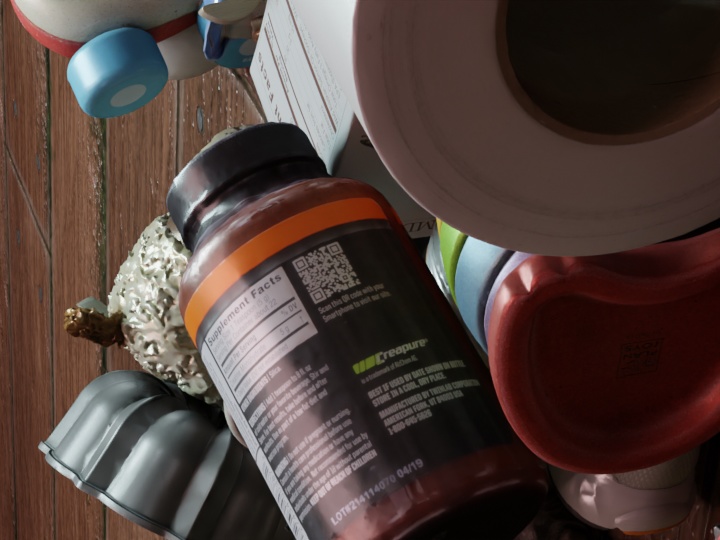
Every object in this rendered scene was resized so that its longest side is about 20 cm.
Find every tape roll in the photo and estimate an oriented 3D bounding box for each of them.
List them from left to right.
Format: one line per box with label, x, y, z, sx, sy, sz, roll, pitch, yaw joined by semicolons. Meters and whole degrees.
tape roll;0.070;-0.125;0.740;0.139;0.201;0.204;-117;27;-49

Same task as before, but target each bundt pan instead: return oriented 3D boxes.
bundt pan;-0.102;0.127;1.442;0.076;0.201;0.202;-62;22;1

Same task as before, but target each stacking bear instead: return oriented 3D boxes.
stacking bear;0.077;-0.030;0.863;0.201;0.121;0.114;-112;19;-44

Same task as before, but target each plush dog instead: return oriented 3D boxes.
plush dog;-0.091;-0.014;1.437;0.173;0.160;0.200;-64;29;12

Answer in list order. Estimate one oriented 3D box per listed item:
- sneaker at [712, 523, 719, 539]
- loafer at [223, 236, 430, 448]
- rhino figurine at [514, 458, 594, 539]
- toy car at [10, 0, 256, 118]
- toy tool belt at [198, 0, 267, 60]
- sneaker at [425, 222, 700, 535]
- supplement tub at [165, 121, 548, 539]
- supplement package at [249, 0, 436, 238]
sneaker;0.177;0.076;0.731;0.093;0.070;0.201;48;143;32
loafer;0.000;0.000;1.090;0.063;0.201;0.072;4;147;41
rhino figurine;0.081;0.137;1.035;0.087;0.059;0.202;-103;11;-84
toy car;-0.143;-0.180;1.493;0.200;0.176;0.185;94;152;-68
toy tool belt;-0.055;-0.166;1.207;0.125;0.122;0.201;113;158;-54
sneaker;0.095;0.015;0.953;0.200;0.075;0.092;55;141;42
supplement tub;-0.009;0.036;0.946;0.201;0.106;0.107;61;155;23
supplement package;0.032;-0.118;1.007;0.200;0.116;0.118;107;149;-53
